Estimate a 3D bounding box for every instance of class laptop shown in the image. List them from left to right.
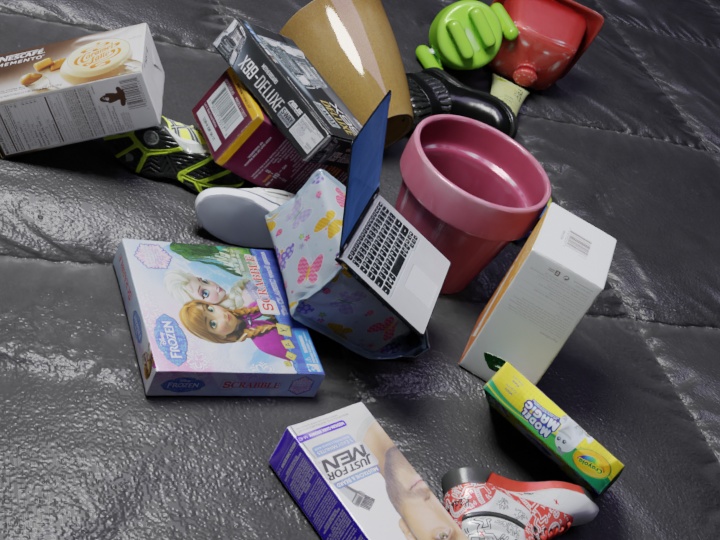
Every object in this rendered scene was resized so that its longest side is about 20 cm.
[{"bbox_3d":[0.049,-0.067,1.226,0.200,0.116,0.188,43,29,-7],"label":"laptop"}]

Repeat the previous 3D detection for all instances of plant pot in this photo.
[{"bbox_3d":[-0.006,-0.284,1.651,0.185,0.187,0.201,-10,63,-41],"label":"plant pot"},{"bbox_3d":[0.126,-0.077,1.465,0.198,0.180,0.201,17,38,-14],"label":"plant pot"}]

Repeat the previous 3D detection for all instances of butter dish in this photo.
[{"bbox_3d":[0.311,-0.399,2.009,0.198,0.200,0.149,23,59,-8],"label":"butter dish"}]

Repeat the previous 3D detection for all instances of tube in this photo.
[{"bbox_3d":[0.253,-0.298,1.934,0.058,0.051,0.200,64,23,-20],"label":"tube"}]

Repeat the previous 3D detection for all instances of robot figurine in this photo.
[{"bbox_3d":[0.181,-0.409,1.926,0.116,0.174,0.200,59,1,-11],"label":"robot figurine"}]

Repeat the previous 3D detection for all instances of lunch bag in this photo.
[{"bbox_3d":[0.000,0.000,1.325,0.200,0.127,0.171,35,26,-41],"label":"lunch bag"}]

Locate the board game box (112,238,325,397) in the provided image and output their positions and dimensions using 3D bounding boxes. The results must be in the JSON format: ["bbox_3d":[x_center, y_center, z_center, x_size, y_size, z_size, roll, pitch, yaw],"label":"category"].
[{"bbox_3d":[-0.160,0.052,1.235,0.198,0.041,0.201,4,42,-31],"label":"board game box"}]

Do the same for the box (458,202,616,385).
[{"bbox_3d":[0.218,0.040,1.365,0.097,0.201,0.125,29,35,3],"label":"box"}]

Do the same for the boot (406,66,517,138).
[{"bbox_3d":[0.134,-0.253,1.767,0.210,0.080,0.157,31,28,22],"label":"boot"}]

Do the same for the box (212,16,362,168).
[{"bbox_3d":[-0.079,-0.220,1.399,0.201,0.050,0.157,52,19,15],"label":"box"}]

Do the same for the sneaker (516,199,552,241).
[{"bbox_3d":[0.209,-0.104,1.642,0.198,0.076,0.106,12,39,-23],"label":"sneaker"}]

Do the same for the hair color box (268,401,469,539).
[{"bbox_3d":[0.010,0.235,1.109,0.109,0.065,0.200,-13,54,-43],"label":"hair color box"}]

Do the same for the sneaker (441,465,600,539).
[{"bbox_3d":[0.176,0.279,1.169,0.200,0.067,0.109,16,48,-26],"label":"sneaker"}]

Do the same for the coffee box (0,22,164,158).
[{"bbox_3d":[-0.344,-0.217,1.330,0.198,0.080,0.115,-11,41,4],"label":"coffee box"}]

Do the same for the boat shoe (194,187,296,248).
[{"bbox_3d":[-0.121,-0.070,1.396,0.199,0.074,0.066,17,32,-32],"label":"boat shoe"}]

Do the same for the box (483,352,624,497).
[{"bbox_3d":[0.212,0.177,1.273,0.200,0.048,0.117,44,-4,19],"label":"box"}]

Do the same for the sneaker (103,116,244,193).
[{"bbox_3d":[-0.243,-0.158,1.421,0.199,0.076,0.077,28,27,-19],"label":"sneaker"}]

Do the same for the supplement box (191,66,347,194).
[{"bbox_3d":[-0.109,-0.164,1.436,0.199,0.086,0.111,27,27,-46],"label":"supplement box"}]
